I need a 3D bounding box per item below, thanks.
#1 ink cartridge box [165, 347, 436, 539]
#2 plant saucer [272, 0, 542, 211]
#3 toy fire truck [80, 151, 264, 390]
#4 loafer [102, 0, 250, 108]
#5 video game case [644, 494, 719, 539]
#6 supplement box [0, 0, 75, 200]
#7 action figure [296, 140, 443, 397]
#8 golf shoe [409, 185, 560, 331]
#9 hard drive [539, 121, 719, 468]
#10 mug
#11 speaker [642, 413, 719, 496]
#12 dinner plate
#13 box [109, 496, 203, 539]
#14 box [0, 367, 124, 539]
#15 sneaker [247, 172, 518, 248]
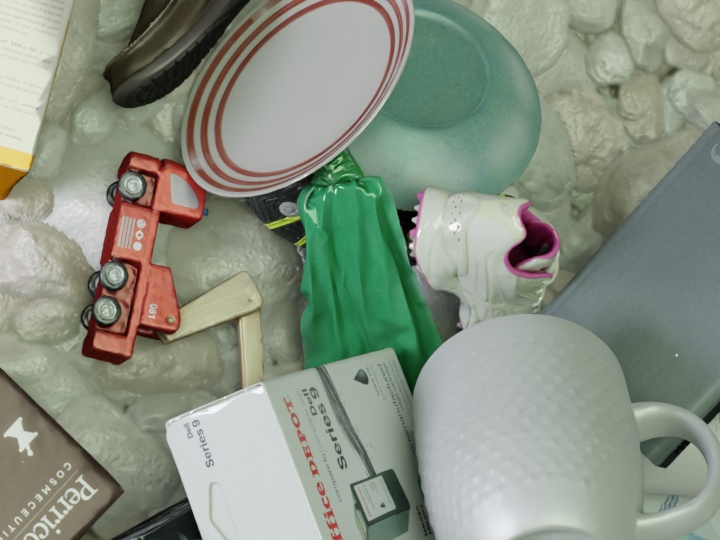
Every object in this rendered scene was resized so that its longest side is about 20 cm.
[{"bbox_3d":[-0.027,0.141,1.621,0.084,0.200,0.146,-24,85,26],"label":"ink cartridge box"},{"bbox_3d":[0.038,-0.135,1.752,0.200,0.039,0.201,6,57,-10],"label":"plant saucer"},{"bbox_3d":[-0.121,0.027,1.716,0.141,0.049,0.201,14,78,-15],"label":"toy fire truck"},{"bbox_3d":[-0.122,-0.197,1.743,0.071,0.073,0.200,39,68,2],"label":"loafer"},{"bbox_3d":[0.171,0.175,1.799,0.200,0.022,0.183,-29,92,-18],"label":"video game case"},{"bbox_3d":[-0.241,-0.159,1.664,0.073,0.126,0.201,16,79,-14],"label":"supplement box"},{"bbox_3d":[0.000,0.000,1.708,0.118,0.055,0.201,-6,115,12],"label":"action figure"},{"bbox_3d":[0.106,0.006,1.721,0.091,0.200,0.076,-5,63,24],"label":"golf shoe"},{"bbox_3d":[0.229,0.016,1.689,0.200,0.033,0.140,-49,64,11],"label":"hard drive"},{"bbox_3d":[0.138,0.136,1.593,0.199,0.176,0.148,-7,127,1],"label":"mug"},{"bbox_3d":[0.196,0.121,1.762,0.199,0.081,0.081,4,81,-17],"label":"speaker"},{"bbox_3d":[-0.041,-0.130,1.698,0.024,0.200,0.200,42,71,-38],"label":"dinner plate"},{"bbox_3d":[-0.095,0.234,1.619,0.200,0.086,0.164,-23,89,-61],"label":"box"},{"bbox_3d":[-0.291,0.135,1.587,0.200,0.164,0.166,45,73,-7],"label":"box"},{"bbox_3d":[0.014,-0.061,1.769,0.199,0.075,0.077,3,54,-16],"label":"sneaker"}]
